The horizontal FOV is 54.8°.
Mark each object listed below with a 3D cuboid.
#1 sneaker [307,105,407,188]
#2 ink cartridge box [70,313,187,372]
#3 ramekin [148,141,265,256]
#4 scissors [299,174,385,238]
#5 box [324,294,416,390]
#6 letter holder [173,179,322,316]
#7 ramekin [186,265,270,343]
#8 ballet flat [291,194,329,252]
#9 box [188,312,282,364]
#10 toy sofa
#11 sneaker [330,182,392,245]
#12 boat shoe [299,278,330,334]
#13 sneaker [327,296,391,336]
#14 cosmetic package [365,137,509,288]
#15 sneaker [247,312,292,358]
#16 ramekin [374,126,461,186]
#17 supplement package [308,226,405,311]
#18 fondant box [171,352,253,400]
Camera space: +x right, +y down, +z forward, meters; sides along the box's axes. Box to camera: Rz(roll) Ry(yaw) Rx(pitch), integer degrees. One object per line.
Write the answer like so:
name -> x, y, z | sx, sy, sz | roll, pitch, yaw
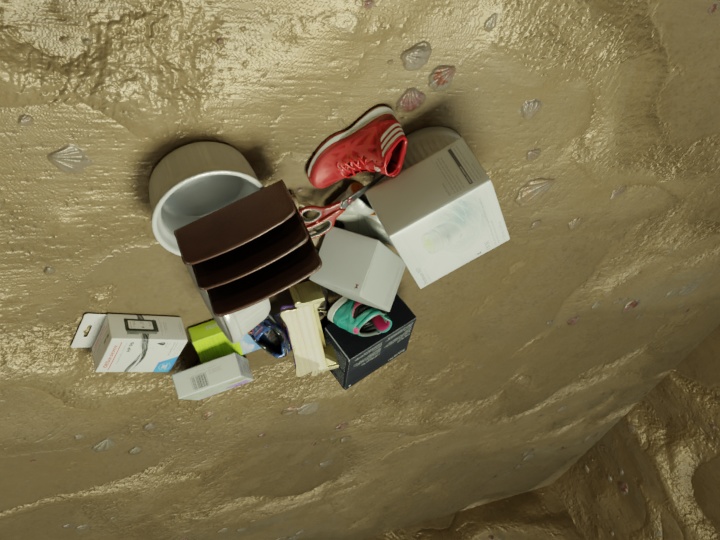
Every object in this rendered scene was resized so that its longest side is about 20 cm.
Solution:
sneaker -> -0.004, -0.194, 1.238 | 0.200, 0.116, 0.078 | -41, 142, 19
ink cartridge box -> -0.475, 0.151, 1.427 | 0.200, 0.068, 0.116 | 6, 134, -37
ramekin -> -0.262, -0.123, 1.183 | 0.200, 0.098, 0.201 | -18, 144, -13
scissors -> -0.029, -0.122, 1.319 | 0.200, 0.014, 0.073 | -25, 129, -5
box -> 0.017, 0.166, 1.672 | 0.200, 0.104, 0.182 | -30, 155, -22
letter holder -> -0.182, -0.031, 1.142 | 0.200, 0.142, 0.101 | -26, 145, -1
ramekin -> -0.249, 0.030, 1.312 | 0.094, 0.202, 0.203 | -29, 147, -17
ballet flat -> -0.095, -0.087, 1.367 | 0.067, 0.068, 0.200 | -41, 145, 7
box -> -0.273, 0.144, 1.563 | 0.200, 0.048, 0.122 | -18, 145, -11
toy sofa -> -0.115, 0.126, 1.498 | 0.097, 0.083, 0.200 | -15, 122, -7
sneaker -> 0.007, -0.101, 1.417 | 0.092, 0.076, 0.200 | -31, 138, 20
boat shoe -> -0.098, 0.079, 1.569 | 0.074, 0.073, 0.200 | -23, 145, -5
sneaker -> 0.036, 0.078, 1.567 | 0.200, 0.121, 0.084 | -39, 152, -24
cosmetic package -> 0.145, -0.098, 1.271 | 0.200, 0.123, 0.199 | -29, 145, 6
sneaker -> -0.216, 0.110, 1.469 | 0.200, 0.078, 0.075 | 43, 96, -12
ramekin -> 0.139, -0.172, 1.368 | 0.200, 0.105, 0.200 | -18, 145, -13
supplement package -> 0.000, 0.000, 1.418 | 0.118, 0.117, 0.200 | -70, 158, -5
fondant box -> -0.330, 0.244, 1.578 | 0.144, 0.058, 0.200 | -19, 171, -4
